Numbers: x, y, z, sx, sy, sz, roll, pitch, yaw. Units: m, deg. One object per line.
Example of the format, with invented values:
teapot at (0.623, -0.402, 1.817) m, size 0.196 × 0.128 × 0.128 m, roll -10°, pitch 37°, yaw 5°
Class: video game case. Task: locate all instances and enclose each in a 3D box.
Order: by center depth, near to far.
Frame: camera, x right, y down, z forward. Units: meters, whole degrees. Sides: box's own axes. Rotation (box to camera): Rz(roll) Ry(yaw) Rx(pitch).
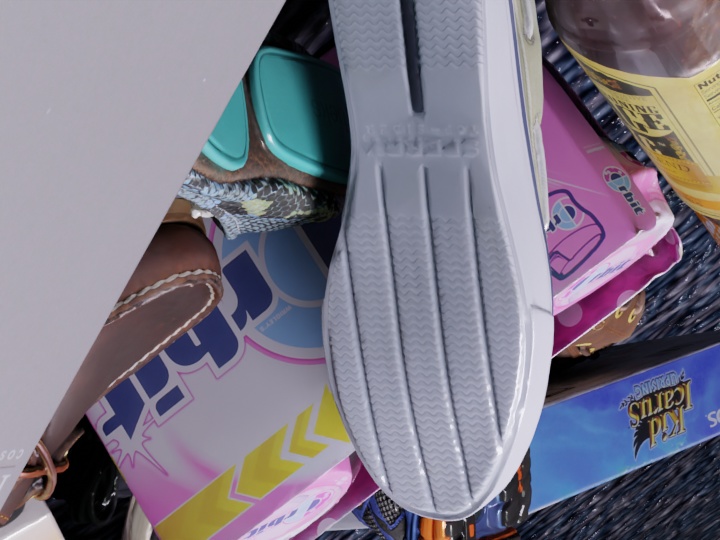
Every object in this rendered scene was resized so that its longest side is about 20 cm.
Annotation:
video game case at (0.062, 0.074, 1.045) m, size 0.180 × 0.046 × 0.199 m, roll -9°, pitch -176°, yaw 44°

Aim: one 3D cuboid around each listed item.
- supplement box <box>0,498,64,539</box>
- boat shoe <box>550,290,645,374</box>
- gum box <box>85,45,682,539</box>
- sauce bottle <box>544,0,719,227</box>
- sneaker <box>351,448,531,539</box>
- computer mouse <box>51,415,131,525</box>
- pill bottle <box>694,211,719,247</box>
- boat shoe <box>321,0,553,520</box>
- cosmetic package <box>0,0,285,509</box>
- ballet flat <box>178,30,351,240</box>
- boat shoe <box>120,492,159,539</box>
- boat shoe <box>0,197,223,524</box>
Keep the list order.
supplement box at (-0.171, 0.119, 0.839) m, size 0.126 × 0.074 × 0.200 m, roll -31°, pitch 162°, yaw -11°
boat shoe at (0.085, -0.001, 0.951) m, size 0.067 × 0.073 × 0.200 m, roll -7°, pitch 166°, yaw 0°
gum box at (0.000, 0.000, 0.762) m, size 0.200 × 0.114 × 0.066 m, roll -38°, pitch 162°, yaw 13°
sauce bottle at (0.091, -0.080, 0.681) m, size 0.066 × 0.066 × 0.200 m, roll -36°, pitch 140°, yaw 8°
sneaker at (0.015, 0.031, 0.864) m, size 0.075 × 0.078 × 0.201 m, roll -34°, pitch 132°, yaw -45°
computer mouse at (-0.036, 0.054, 0.946) m, size 0.199 × 0.046 × 0.141 m, roll -18°, pitch 155°, yaw -40°
pill bottle at (0.195, -0.027, 0.890) m, size 0.112 × 0.201 × 0.112 m, roll -30°, pitch 161°, yaw -11°
boat shoe at (0.031, -0.026, 0.673) m, size 0.062 × 0.072 × 0.202 m, roll -32°, pitch 126°, yaw -56°
cosmetic package at (-0.082, -0.049, 0.446) m, size 0.201 × 0.090 × 0.107 m, roll -63°, pitch 156°, yaw 11°
ballet flat at (-0.056, -0.045, 0.636) m, size 0.074 × 0.074 × 0.200 m, roll -36°, pitch 158°, yaw 9°
boat shoe at (-0.054, 0.116, 0.861) m, size 0.201 × 0.073 × 0.074 m, roll -64°, pitch 166°, yaw 14°
boat shoe at (-0.126, 0.051, 0.717) m, size 0.199 × 0.071 × 0.070 m, roll -30°, pitch 155°, yaw 3°
